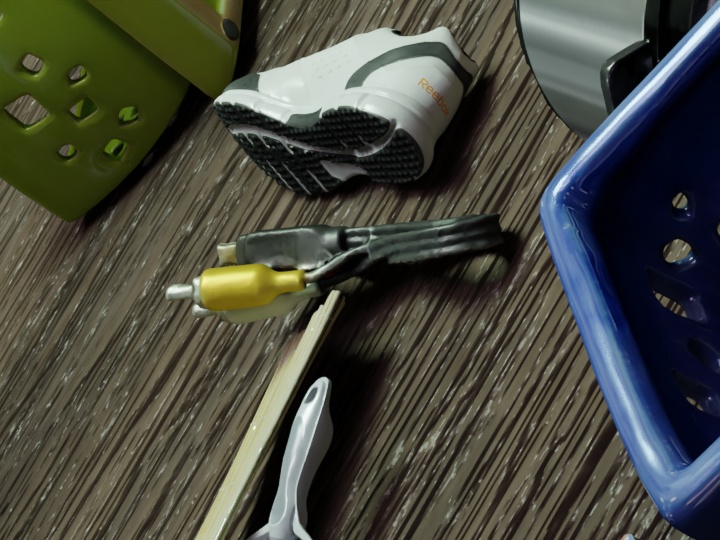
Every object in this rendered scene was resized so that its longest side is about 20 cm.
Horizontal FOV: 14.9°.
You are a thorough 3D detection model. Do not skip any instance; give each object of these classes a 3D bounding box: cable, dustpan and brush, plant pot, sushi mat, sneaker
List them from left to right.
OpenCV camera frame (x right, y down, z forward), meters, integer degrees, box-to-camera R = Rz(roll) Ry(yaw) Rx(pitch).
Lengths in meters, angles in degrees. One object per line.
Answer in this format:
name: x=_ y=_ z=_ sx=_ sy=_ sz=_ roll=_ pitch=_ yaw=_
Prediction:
plant pot: x=-0.184 y=-0.185 z=1.755 sx=0.181 sy=0.199 sz=0.201 roll=-30 pitch=38 yaw=31
sushi mat: x=-0.061 y=0.106 z=1.399 sx=0.200 sy=0.012 sz=0.096 roll=-64 pitch=6 yaw=-28
dustpan and brush: x=-0.038 y=0.151 z=1.330 sx=0.139 sy=0.057 sz=0.201 roll=-6 pitch=57 yaw=56
sneaker: x=-0.007 y=-0.092 z=1.527 sx=0.200 sy=0.074 sz=0.080 roll=5 pitch=51 yaw=54
cable: x=0.000 y=0.000 z=1.438 sx=0.199 sy=0.097 sz=0.051 roll=-3 pitch=90 yaw=35
plant pot: x=0.205 y=0.002 z=0.975 sx=0.200 sy=0.179 sz=0.200 roll=-47 pitch=31 yaw=19

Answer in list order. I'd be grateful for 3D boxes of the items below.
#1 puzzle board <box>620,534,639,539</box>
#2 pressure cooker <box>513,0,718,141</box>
puzzle board: x=0.072 y=0.221 z=1.140 sx=0.200 sy=0.017 sz=0.151 roll=-50 pitch=30 yaw=13
pressure cooker: x=0.178 y=-0.110 z=1.135 sx=0.176 sy=0.178 sz=0.200 roll=-64 pitch=27 yaw=3
